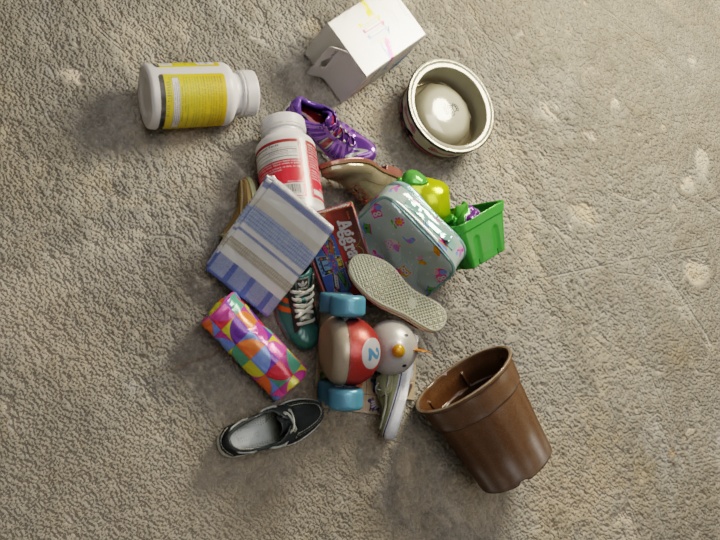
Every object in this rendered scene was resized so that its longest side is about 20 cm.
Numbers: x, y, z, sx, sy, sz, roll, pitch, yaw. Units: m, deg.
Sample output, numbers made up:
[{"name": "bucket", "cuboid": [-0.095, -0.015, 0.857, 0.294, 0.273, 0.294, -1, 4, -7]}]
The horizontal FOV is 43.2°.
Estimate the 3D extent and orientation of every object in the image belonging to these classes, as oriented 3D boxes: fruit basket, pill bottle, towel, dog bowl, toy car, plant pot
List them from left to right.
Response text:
[{"name": "pill bottle", "cuboid": [-0.281, -0.308, 1.593, 0.197, 0.111, 0.113, -7, 79, -25]}, {"name": "towel", "cuboid": [-0.154, -0.041, 1.536, 0.146, 0.024, 0.201, 37, 101, -2]}, {"name": "pill bottle", "cuboid": [-0.129, -0.174, 1.619, 0.111, 0.112, 0.203, 1, 67, -24]}, {"name": "toy car", "cuboid": [0.033, 0.133, 1.546, 0.197, 0.177, 0.188, 1, 91, -13]}, {"name": "fruit basket", "cuboid": [0.149, -0.104, 1.676, 0.154, 0.215, 0.218, -27, 88, -34]}, {"name": "dog bowl", "cuboid": [0.167, -0.317, 1.823, 0.197, 0.074, 0.203, 7, 72, -23]}, {"name": "plant pot", "cuboid": [0.233, 0.274, 1.632, 0.200, 0.200, 0.200, -37, 101, -28]}]

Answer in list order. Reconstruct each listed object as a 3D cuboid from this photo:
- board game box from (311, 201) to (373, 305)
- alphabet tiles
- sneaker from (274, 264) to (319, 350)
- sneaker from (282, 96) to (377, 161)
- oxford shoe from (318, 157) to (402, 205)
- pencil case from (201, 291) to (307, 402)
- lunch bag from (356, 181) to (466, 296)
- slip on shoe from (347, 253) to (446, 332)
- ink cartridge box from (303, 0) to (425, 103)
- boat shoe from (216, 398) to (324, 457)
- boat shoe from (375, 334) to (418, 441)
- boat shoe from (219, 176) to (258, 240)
[{"name": "board game box", "cuboid": [-0.034, -0.018, 1.589, 0.101, 0.020, 0.202, -15, 120, 7]}, {"name": "alphabet tiles", "cuboid": [0.012, 0.175, 1.651, 0.197, 0.008, 0.170, 10, 71, -21]}, {"name": "sneaker", "cuboid": [-0.113, 0.039, 1.589, 0.071, 0.080, 0.203, -15, 85, -27]}, {"name": "sneaker", "cuboid": [-0.053, -0.256, 1.699, 0.198, 0.083, 0.082, 26, 67, -17]}, {"name": "oxford shoe", "cuboid": [0.005, -0.162, 1.687, 0.198, 0.070, 0.076, 6, 78, -40]}, {"name": "pencil case", "cuboid": [-0.178, 0.130, 1.537, 0.200, 0.088, 0.088, 48, 62, -8]}, {"name": "lunch bag", "cuboid": [0.085, -0.050, 1.604, 0.200, 0.160, 0.077, 44, 41, -5]}, {"name": "slip on shoe", "cuboid": [0.059, 0.043, 1.581, 0.199, 0.061, 0.075, 34, 75, -9]}, {"name": "ink cartridge box", "cuboid": [-0.001, -0.429, 1.747, 0.200, 0.128, 0.126, -40, 94, -27]}, {"name": "boat shoe", "cuboid": [-0.142, 0.265, 1.525, 0.198, 0.060, 0.077, -21, 85, -28]}, {"name": "boat shoe", "cuboid": [0.057, 0.204, 1.632, 0.061, 0.072, 0.203, 12, 65, 4]}, {"name": "boat shoe", "cuboid": [-0.209, -0.066, 1.587, 0.075, 0.072, 0.203, -4, 76, -11]}]
